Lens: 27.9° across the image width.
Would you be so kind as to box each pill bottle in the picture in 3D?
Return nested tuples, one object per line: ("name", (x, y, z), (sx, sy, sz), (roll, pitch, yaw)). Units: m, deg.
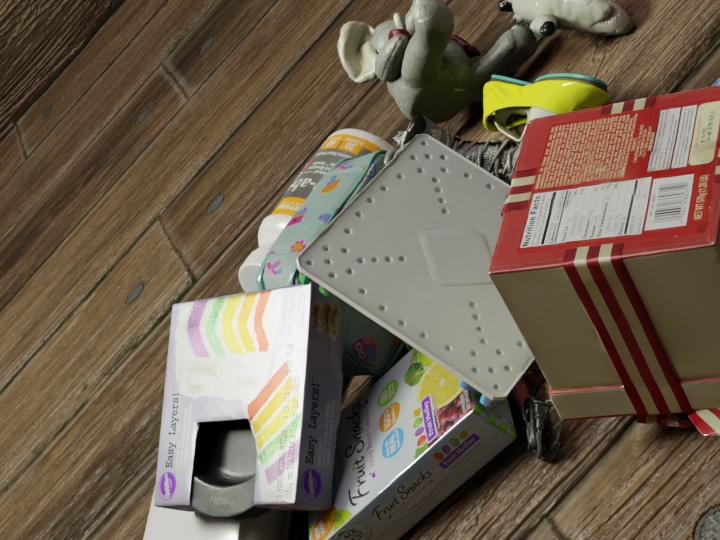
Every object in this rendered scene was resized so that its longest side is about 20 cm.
("pill bottle", (-0.035, -0.044, 1.517), (0.116, 0.116, 0.200), (-11, 37, 52))

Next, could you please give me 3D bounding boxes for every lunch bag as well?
("lunch bag", (0.000, 0.000, 1.386), (0.077, 0.160, 0.200), (-4, 45, 49))

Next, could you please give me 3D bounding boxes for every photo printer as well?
("photo printer", (-0.130, 0.203, 1.385), (0.166, 0.069, 0.200), (-26, 42, 39))

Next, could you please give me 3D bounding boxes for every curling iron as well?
("curling iron", (0.135, 0.089, 1.193), (0.200, 0.025, 0.050), (-101, 19, -63))

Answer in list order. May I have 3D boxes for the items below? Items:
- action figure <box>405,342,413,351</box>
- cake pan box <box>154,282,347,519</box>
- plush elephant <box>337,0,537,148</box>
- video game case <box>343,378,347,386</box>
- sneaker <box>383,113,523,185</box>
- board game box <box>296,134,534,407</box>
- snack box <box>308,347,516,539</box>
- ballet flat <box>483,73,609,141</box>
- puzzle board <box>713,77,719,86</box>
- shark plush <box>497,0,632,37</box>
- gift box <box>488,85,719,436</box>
("action figure", (0.102, -0.005, 1.353), (0.200, 0.055, 0.118), (-58, 30, -9))
("cake pan box", (-0.099, 0.119, 1.278), (0.184, 0.052, 0.201), (-8, 72, 43))
("plush elephant", (0.069, -0.241, 1.593), (0.200, 0.164, 0.155), (-59, 43, 37))
("video game case", (-0.058, 0.106, 1.488), (0.143, 0.019, 0.200), (-15, 43, 49))
("sneaker", (0.097, -0.098, 1.297), (0.200, 0.115, 0.075), (-11, 45, 45))
("board game box", (0.078, -0.004, 1.200), (0.200, 0.200, 0.026), (-47, -15, -37))
("snack box", (0.037, 0.146, 1.232), (0.200, 0.053, 0.142), (-44, 24, 22))
("ballet flat", (0.179, -0.158, 1.438), (0.200, 0.067, 0.067), (17, 90, 65))
("puzzle board", (0.332, -0.111, 1.175), (0.200, 0.017, 0.151), (1, 55, 57))
("shark plush", (0.200, -0.268, 1.528), (0.200, 0.083, 0.091), (-2, 71, 63))
("gift box", (0.218, 0.002, 1.017), (0.200, 0.187, 0.185), (-3, 47, 31))
